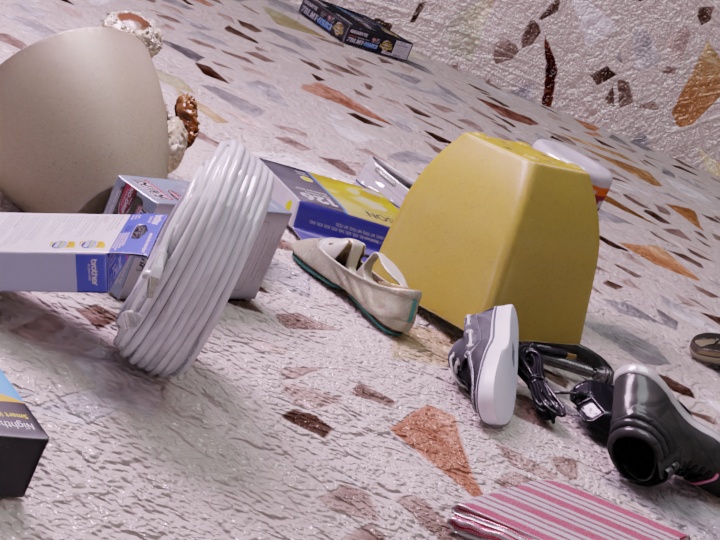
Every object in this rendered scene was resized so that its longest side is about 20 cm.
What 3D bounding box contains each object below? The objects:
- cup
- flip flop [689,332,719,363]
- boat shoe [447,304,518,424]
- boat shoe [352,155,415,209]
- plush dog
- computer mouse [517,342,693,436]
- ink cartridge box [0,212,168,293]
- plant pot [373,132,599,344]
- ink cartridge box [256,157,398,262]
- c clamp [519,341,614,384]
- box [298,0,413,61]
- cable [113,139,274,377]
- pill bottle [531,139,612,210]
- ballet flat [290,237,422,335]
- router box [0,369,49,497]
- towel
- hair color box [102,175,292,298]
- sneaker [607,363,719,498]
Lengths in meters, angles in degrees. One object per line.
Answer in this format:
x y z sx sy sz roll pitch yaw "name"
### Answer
-0.262 -0.111 1.486 0.199 0.200 0.144 3 49 -53 "cup"
0.548 0.135 2.132 0.197 0.058 0.081 10 19 5 "flip flop"
0.122 0.095 1.583 0.067 0.072 0.201 -7 27 13 "boat shoe"
0.084 -0.090 2.121 0.198 0.067 0.074 26 16 3 "boat shoe"
-0.276 -0.170 1.769 0.171 0.161 0.200 40 45 5 "plush dog"
0.254 0.138 1.669 0.198 0.046 0.141 10 28 -21 "computer mouse"
-0.262 -0.016 1.270 0.197 0.043 0.119 -1 17 1 "ink cartridge box"
0.161 -0.046 1.798 0.194 0.202 0.193 5 18 -46 "plant pot"
-0.019 -0.066 1.931 0.196 0.047 0.200 16 15 -32 "ink cartridge box"
0.216 0.098 1.797 0.198 0.027 0.171 16 12 -24 "c clamp"
-0.011 -0.549 3.522 0.197 0.050 0.200 12 19 -41 "box"
-0.134 -0.010 1.269 0.069 0.202 0.200 28 -20 -8 "cable"
0.230 -0.055 1.976 0.112 0.202 0.113 22 16 -7 "pill bottle"
0.000 0.000 1.706 0.067 0.063 0.200 7 23 -48 "ballet flat"
-0.317 0.078 0.981 0.199 0.051 0.149 10 23 -43 "router box"
0.176 0.220 1.294 0.145 0.030 0.199 21 11 30 "towel"
-0.162 -0.029 1.482 0.060 0.100 0.199 34 18 30 "hair color box"
0.315 0.194 1.566 0.200 0.070 0.100 44 47 -19 "sneaker"
